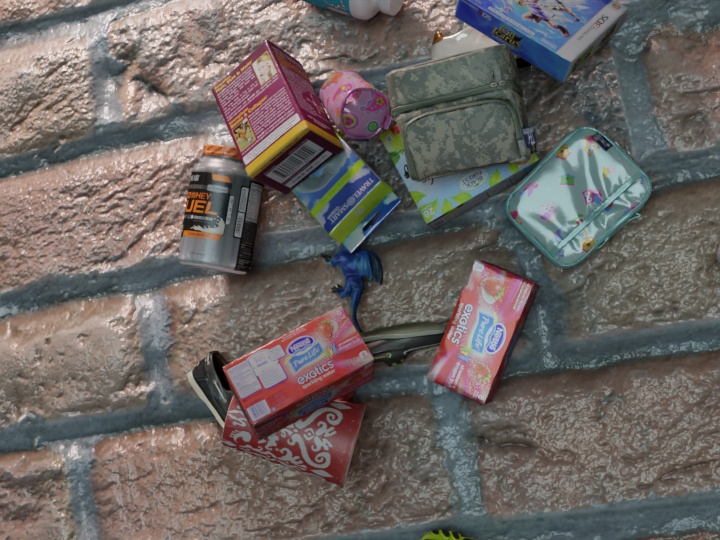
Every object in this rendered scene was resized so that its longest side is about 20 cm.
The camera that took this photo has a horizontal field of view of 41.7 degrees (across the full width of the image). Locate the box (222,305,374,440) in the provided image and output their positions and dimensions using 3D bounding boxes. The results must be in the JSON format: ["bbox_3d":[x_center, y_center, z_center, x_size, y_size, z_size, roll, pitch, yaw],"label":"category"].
[{"bbox_3d":[-0.089,0.151,1.395,0.200,0.095,0.103,-28,69,-12],"label":"box"}]

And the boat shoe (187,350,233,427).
[{"bbox_3d":[-0.203,0.221,1.556,0.068,0.072,0.200,-44,74,13],"label":"boat shoe"}]

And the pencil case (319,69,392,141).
[{"bbox_3d":[-0.009,-0.259,1.473,0.087,0.200,0.088,-4,110,-11],"label":"pencil case"}]

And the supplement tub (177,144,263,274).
[{"bbox_3d":[-0.227,-0.099,1.561,0.122,0.123,0.200,8,87,16],"label":"supplement tub"}]

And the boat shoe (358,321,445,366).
[{"bbox_3d":[0.038,0.123,1.495,0.201,0.072,0.061,-8,97,7],"label":"boat shoe"}]

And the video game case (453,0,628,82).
[{"bbox_3d":[0.274,-0.390,1.427,0.200,0.045,0.181,36,55,15],"label":"video game case"}]

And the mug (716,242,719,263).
[{"bbox_3d":[0.608,-0.051,1.322,0.175,0.148,0.200,19,61,23],"label":"mug"}]

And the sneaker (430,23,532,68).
[{"bbox_3d":[0.206,-0.359,1.482,0.200,0.073,0.085,-1,88,17],"label":"sneaker"}]

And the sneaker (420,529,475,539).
[{"bbox_3d":[0.182,0.460,1.440,0.200,0.074,0.084,19,118,12],"label":"sneaker"}]

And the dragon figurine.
[{"bbox_3d":[0.000,0.000,1.522,0.099,0.059,0.200,-21,79,14],"label":"dragon figurine"}]

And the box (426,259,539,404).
[{"bbox_3d":[0.188,0.093,1.442,0.100,0.095,0.200,23,92,15],"label":"box"}]

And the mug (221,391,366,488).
[{"bbox_3d":[-0.101,0.238,1.490,0.200,0.178,0.134,15,116,2],"label":"mug"}]

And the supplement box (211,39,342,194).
[{"bbox_3d":[-0.136,-0.245,1.521,0.131,0.103,0.200,-36,60,21],"label":"supplement box"}]

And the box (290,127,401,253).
[{"bbox_3d":[-0.038,-0.136,1.516,0.122,0.048,0.200,-46,54,8],"label":"box"}]

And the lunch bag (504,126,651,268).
[{"bbox_3d":[0.332,-0.108,1.426,0.200,0.077,0.160,-44,76,8],"label":"lunch bag"}]

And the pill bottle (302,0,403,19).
[{"bbox_3d":[-0.027,-0.476,1.538,0.200,0.111,0.111,21,92,16],"label":"pill bottle"}]

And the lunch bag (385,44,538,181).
[{"bbox_3d":[0.150,-0.226,1.392,0.200,0.139,0.168,-10,92,14],"label":"lunch bag"}]

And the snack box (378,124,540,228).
[{"bbox_3d":[0.157,-0.187,1.487,0.200,0.068,0.169,-29,78,13],"label":"snack box"}]
